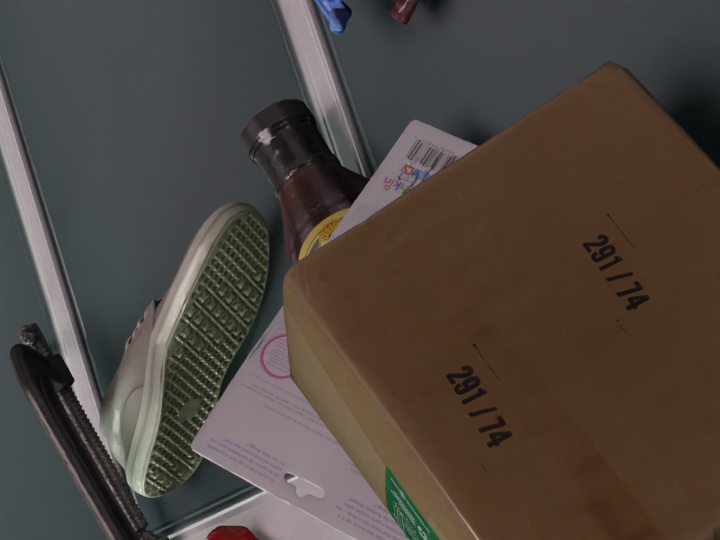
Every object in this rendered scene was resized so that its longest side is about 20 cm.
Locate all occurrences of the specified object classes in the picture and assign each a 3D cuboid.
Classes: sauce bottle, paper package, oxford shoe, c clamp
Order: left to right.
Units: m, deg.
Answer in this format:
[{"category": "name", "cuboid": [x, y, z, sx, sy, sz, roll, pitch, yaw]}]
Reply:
[{"category": "c clamp", "cuboid": [-0.157, 0.112, 1.111, 0.200, 0.027, 0.171, 59, 176, 12]}, {"category": "oxford shoe", "cuboid": [-0.106, 0.041, 1.063, 0.058, 0.075, 0.200, 42, 128, 30]}, {"category": "sauce bottle", "cuboid": [0.000, 0.000, 0.955, 0.200, 0.066, 0.066, 56, 129, 22]}, {"category": "paper package", "cuboid": [0.092, 0.046, 0.775, 0.200, 0.190, 0.104, 52, 167, 27]}]

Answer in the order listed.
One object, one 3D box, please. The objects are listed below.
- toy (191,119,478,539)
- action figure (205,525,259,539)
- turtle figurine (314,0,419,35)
[{"category": "toy", "cuboid": [0.024, 0.033, 0.879, 0.115, 0.047, 0.200, 26, 72, 22]}, {"category": "action figure", "cuboid": [-0.011, 0.197, 1.008, 0.200, 0.052, 0.066, 18, 104, 40]}, {"category": "turtle figurine", "cuboid": [-0.005, -0.224, 0.878, 0.194, 0.144, 0.201, -22, 84, 41]}]
